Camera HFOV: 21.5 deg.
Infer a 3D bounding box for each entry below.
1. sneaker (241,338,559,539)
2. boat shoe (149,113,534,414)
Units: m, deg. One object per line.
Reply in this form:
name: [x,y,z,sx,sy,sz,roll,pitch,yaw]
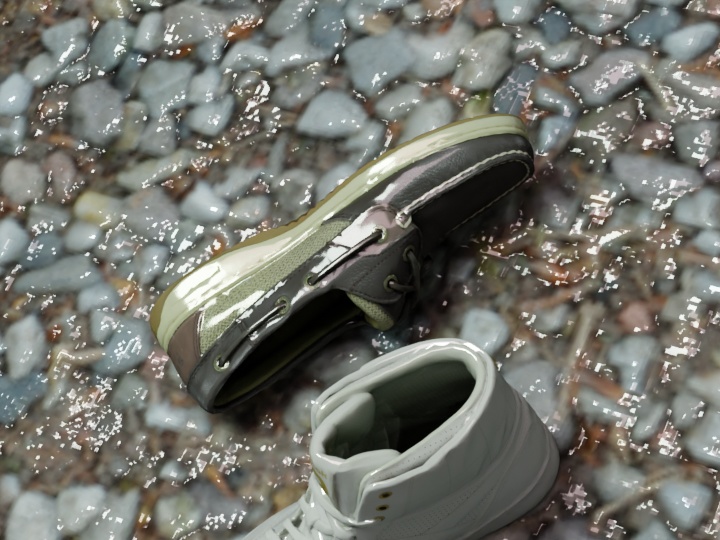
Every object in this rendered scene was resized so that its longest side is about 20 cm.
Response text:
sneaker: [-0.017,0.101,0.793,0.199,0.116,0.074,-37,57,0]
boat shoe: [0.000,0.000,0.878,0.199,0.073,0.065,-32,66,6]
